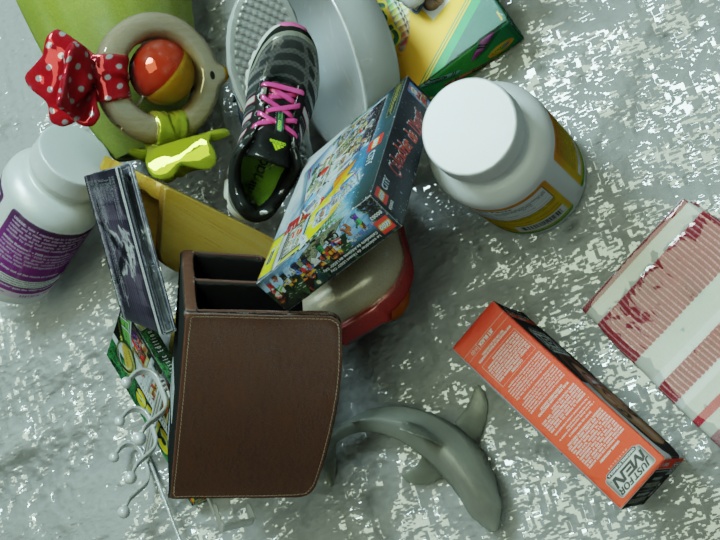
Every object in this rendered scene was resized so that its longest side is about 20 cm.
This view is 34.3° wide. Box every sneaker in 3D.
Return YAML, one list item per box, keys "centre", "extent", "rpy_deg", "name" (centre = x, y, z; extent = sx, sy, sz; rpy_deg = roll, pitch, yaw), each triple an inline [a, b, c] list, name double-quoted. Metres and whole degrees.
- centre: [-0.094, -0.187, 1.173]
  extent: [0.078, 0.079, 0.201]
  rpy_deg: [-10, 112, -8]
  name: "sneaker"
- centre: [-0.081, -0.133, 1.106]
  extent: [0.073, 0.087, 0.201]
  rpy_deg: [14, 105, -16]
  name: "sneaker"

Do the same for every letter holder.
- centre: [-0.096, 0.096, 1.045]
  extent: [0.141, 0.101, 0.201]
  rpy_deg: [2, 121, -12]
  name: "letter holder"

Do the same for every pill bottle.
- centre: [-0.345, -0.062, 1.259]
  extent: [0.200, 0.112, 0.113]
  rpy_deg: [-46, 64, 37]
  name: "pill bottle"
- centre: [0.125, -0.102, 1.030]
  extent: [0.110, 0.200, 0.112]
  rpy_deg: [-4, 80, 22]
  name: "pill bottle"

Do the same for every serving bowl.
- centre: [-0.013, -0.214, 1.140]
  extent: [0.066, 0.200, 0.201]
  rpy_deg: [-22, 70, -17]
  name: "serving bowl"

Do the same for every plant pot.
- centre: [-0.249, -0.226, 1.250]
  extent: [0.186, 0.187, 0.201]
  rpy_deg: [-18, 91, 21]
  name: "plant pot"

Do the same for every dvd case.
- centre: [-0.215, -0.021, 1.080]
  extent: [0.016, 0.200, 0.150]
  rpy_deg: [-16, 98, -20]
  name: "dvd case"

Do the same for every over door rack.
- centre: [-0.192, 0.216, 1.161]
  extent: [0.200, 0.066, 0.148]
  rpy_deg: [51, 142, 26]
  name: "over door rack"

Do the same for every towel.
- centre: [0.311, 0.051, 1.022]
  extent: [0.144, 0.023, 0.200]
  rpy_deg: [-49, 64, 13]
  name: "towel"

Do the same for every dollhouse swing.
- centre: [-0.192, 0.012, 1.146]
  extent: [0.200, 0.181, 0.176]
  rpy_deg: [27, 91, 58]
  name: "dollhouse swing"

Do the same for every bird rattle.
- centre: [-0.218, -0.180, 1.158]
  extent: [0.163, 0.200, 0.113]
  rpy_deg: [-59, 18, -20]
  name: "bird rattle"

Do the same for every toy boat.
- centre: [0.000, 0.000, 1.120]
  extent: [0.130, 0.131, 0.201]
  rpy_deg: [-30, 39, 17]
  name: "toy boat"

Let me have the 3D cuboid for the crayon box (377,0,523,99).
- centre: [0.060, -0.279, 1.168]
  extent: [0.119, 0.058, 0.201]
  rpy_deg: [-35, 69, 16]
  name: "crayon box"

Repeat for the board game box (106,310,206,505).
- centre: [-0.203, 0.137, 1.214]
  extent: [0.200, 0.023, 0.105]
  rpy_deg: [55, 146, 22]
  name: "board game box"

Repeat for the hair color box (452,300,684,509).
- centre: [0.182, 0.117, 1.026]
  extent: [0.200, 0.101, 0.061]
  rpy_deg: [44, 101, 23]
  name: "hair color box"

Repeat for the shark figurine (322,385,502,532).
- centre: [0.035, 0.158, 1.098]
  extent: [0.213, 0.089, 0.129]
  rpy_deg: [10, 85, 24]
  name: "shark figurine"

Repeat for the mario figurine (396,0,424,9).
- centre: [0.036, -0.329, 1.126]
  extent: [0.199, 0.106, 0.124]
  rpy_deg: [13, 45, 17]
  name: "mario figurine"

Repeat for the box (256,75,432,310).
- centre: [-0.009, -0.069, 0.998]
  extent: [0.038, 0.200, 0.136]
  rpy_deg: [43, 124, -19]
  name: "box"
